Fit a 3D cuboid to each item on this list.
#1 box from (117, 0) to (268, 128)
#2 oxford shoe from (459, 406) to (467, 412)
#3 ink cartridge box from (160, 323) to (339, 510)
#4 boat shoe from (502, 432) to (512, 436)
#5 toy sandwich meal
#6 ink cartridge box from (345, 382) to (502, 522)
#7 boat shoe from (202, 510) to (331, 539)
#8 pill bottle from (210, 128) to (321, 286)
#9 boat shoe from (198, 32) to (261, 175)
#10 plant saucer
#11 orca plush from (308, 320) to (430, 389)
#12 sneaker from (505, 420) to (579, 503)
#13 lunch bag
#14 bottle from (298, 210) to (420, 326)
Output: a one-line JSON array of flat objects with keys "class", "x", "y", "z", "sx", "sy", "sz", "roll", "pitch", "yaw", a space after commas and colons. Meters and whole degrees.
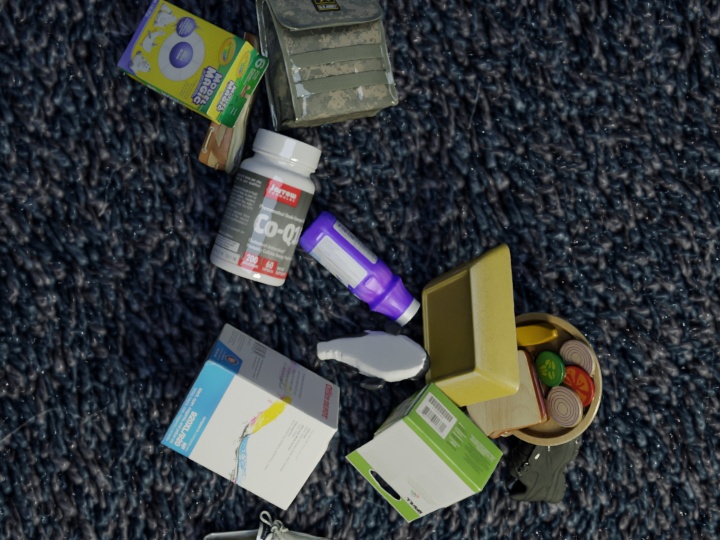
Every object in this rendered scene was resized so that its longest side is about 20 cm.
[{"class": "box", "x": -0.231, "y": -0.288, "z": 1.206, "sx": 0.199, "sy": 0.048, "sz": 0.118, "roll": 29, "pitch": 90, "yaw": 18}, {"class": "oxford shoe", "x": 0.186, "y": 0.152, "z": 1.305, "sx": 0.199, "sy": 0.058, "sz": 0.075, "roll": -37, "pitch": 93, "yaw": -5}, {"class": "ink cartridge box", "x": -0.147, "y": 0.203, "z": 1.217, "sx": 0.199, "sy": 0.147, "sz": 0.145, "roll": 30, "pitch": 104, "yaw": -7}, {"class": "boat shoe", "x": 0.277, "y": 0.180, "z": 1.307, "sx": 0.076, "sy": 0.072, "sz": 0.200, "roll": 45, "pitch": 88, "yaw": -6}, {"class": "toy sandwich meal", "x": 0.234, "y": 0.154, "z": 1.204, "sx": 0.203, "sy": 0.070, "sz": 0.208, "roll": 3, "pitch": 94, "yaw": 38}, {"class": "ink cartridge box", "x": 0.086, "y": 0.269, "z": 1.261, "sx": 0.148, "sy": 0.200, "sz": 0.076, "roll": 45, "pitch": 51, "yaw": 0}, {"class": "boat shoe", "x": -0.136, "y": 0.398, "z": 1.273, "sx": 0.199, "sy": 0.075, "sz": 0.087, "roll": -3, "pitch": 110, "yaw": 1}, {"class": "pill bottle", "x": -0.131, "y": -0.090, "z": 1.229, "sx": 0.113, "sy": 0.114, "sz": 0.202, "roll": 18, "pitch": 93, "yaw": -6}, {"class": "boat shoe", "x": -0.188, "y": -0.241, "z": 1.240, "sx": 0.073, "sy": 0.076, "sz": 0.202, "roll": 12, "pitch": 91, "yaw": -3}, {"class": "plant saucer", "x": 0.139, "y": 0.081, "z": 1.200, "sx": 0.048, "sy": 0.200, "sz": 0.202, "roll": 5, "pitch": 73, "yaw": -24}, {"class": "orca plush", "x": 0.019, "y": 0.139, "z": 1.269, "sx": 0.198, "sy": 0.071, "sz": 0.106, "roll": -12, "pitch": 55, "yaw": 23}, {"class": "sneaker", "x": 0.263, "y": 0.269, "z": 1.274, "sx": 0.090, "sy": 0.076, "sz": 0.202, "roll": -3, "pitch": 119, "yaw": -12}, {"class": "lunch bag", "x": -0.051, "y": -0.312, "z": 1.216, "sx": 0.162, "sy": 0.117, "sz": 0.202, "roll": -13, "pitch": 93, "yaw": -23}, {"class": "bottle", "x": 0.000, "y": 0.000, "z": 1.265, "sx": 0.200, "sy": 0.084, "sz": 0.065, "roll": 42, "pitch": 95, "yaw": -7}]
